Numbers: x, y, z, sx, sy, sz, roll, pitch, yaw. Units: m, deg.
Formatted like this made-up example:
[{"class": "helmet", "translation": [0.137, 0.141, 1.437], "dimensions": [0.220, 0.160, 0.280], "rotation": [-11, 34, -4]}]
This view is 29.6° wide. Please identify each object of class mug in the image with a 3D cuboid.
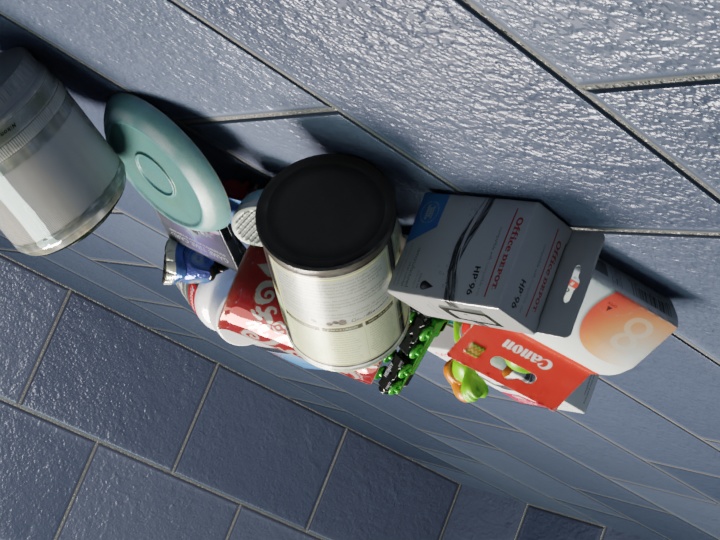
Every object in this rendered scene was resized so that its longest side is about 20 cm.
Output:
[{"class": "mug", "translation": [-0.055, 0.047, 1.661], "dimensions": [0.198, 0.135, 0.178], "rotation": [23, 178, 1]}]

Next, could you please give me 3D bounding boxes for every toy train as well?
[{"class": "toy train", "translation": [0.077, 0.073, 1.681], "dimensions": [0.042, 0.201, 0.056], "rotation": [43, -148, 25]}]

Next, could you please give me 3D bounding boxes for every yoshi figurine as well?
[{"class": "yoshi figurine", "translation": [0.166, 0.097, 1.573], "dimensions": [0.111, 0.114, 0.200], "rotation": [7, 156, -5]}]

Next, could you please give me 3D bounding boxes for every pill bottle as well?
[{"class": "pill bottle", "translation": [-0.195, 0.017, 1.927], "dimensions": [0.113, 0.114, 0.200], "rotation": [31, -171, -37]}]

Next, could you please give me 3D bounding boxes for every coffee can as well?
[{"class": "coffee can", "translation": [-0.025, -0.004, 1.455], "dimensions": [0.145, 0.147, 0.201], "rotation": [19, 150, 19]}]

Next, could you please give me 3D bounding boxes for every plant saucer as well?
[{"class": "plant saucer", "translation": [-0.232, -0.118, 1.583], "dimensions": [0.199, 0.027, 0.201], "rotation": [37, 155, 20]}]

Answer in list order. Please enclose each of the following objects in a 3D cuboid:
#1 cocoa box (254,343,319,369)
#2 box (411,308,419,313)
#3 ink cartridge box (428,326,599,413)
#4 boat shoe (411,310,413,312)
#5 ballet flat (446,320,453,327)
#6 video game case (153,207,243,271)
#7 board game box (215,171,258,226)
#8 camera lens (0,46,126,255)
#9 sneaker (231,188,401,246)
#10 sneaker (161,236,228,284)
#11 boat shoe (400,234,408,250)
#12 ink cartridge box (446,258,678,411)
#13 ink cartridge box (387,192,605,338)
[{"class": "cocoa box", "translation": [-0.075, 0.067, 2.033], "dimensions": [0.130, 0.135, 0.200], "rotation": [27, 168, -22]}, {"class": "box", "translation": [-0.009, 0.018, 1.859], "dimensions": [0.198, 0.047, 0.159], "rotation": [19, 170, -15]}, {"class": "ink cartridge box", "translation": [0.201, 0.110, 1.826], "dimensions": [0.199, 0.084, 0.145], "rotation": [29, 167, -29]}, {"class": "boat shoe", "translation": [-0.024, 0.059, 1.786], "dimensions": [0.198, 0.076, 0.068], "rotation": [-1, 162, 23]}, {"class": "ballet flat", "translation": [0.163, 0.048, 1.679], "dimensions": [0.068, 0.069, 0.199], "rotation": [17, 176, -43]}, {"class": "video game case", "translation": [-0.221, -0.093, 1.660], "dimensions": [0.142, 0.019, 0.201], "rotation": [25, 150, 38]}, {"class": "board game box", "translation": [-0.139, -0.084, 1.731], "dimensions": [0.156, 0.039, 0.200], "rotation": [17, 171, -6]}, {"class": "camera lens", "translation": [-0.376, -0.131, 1.554], "dimensions": [0.159, 0.160, 0.201], "rotation": [8, 141, 51]}, {"class": "sneaker", "translation": [-0.047, -0.070, 1.586], "dimensions": [0.197, 0.082, 0.075], "rotation": [7, 125, 5]}, {"class": "sneaker", "translation": [-0.208, -0.030, 1.840], "dimensions": [0.088, 0.079, 0.201], "rotation": [10, -153, 0]}, {"class": "boat shoe", "translation": [0.088, 0.002, 1.584], "dimensions": [0.092, 0.075, 0.199], "rotation": [21, 171, -26]}, {"class": "ink cartridge box", "translation": [0.210, 0.073, 1.444], "dimensions": [0.161, 0.200, 0.050], "rotation": [27, -148, -21]}, {"class": "ink cartridge box", "translation": [0.132, -0.008, 1.352], "dimensions": [0.199, 0.117, 0.068], "rotation": [8, 162, 48]}]
